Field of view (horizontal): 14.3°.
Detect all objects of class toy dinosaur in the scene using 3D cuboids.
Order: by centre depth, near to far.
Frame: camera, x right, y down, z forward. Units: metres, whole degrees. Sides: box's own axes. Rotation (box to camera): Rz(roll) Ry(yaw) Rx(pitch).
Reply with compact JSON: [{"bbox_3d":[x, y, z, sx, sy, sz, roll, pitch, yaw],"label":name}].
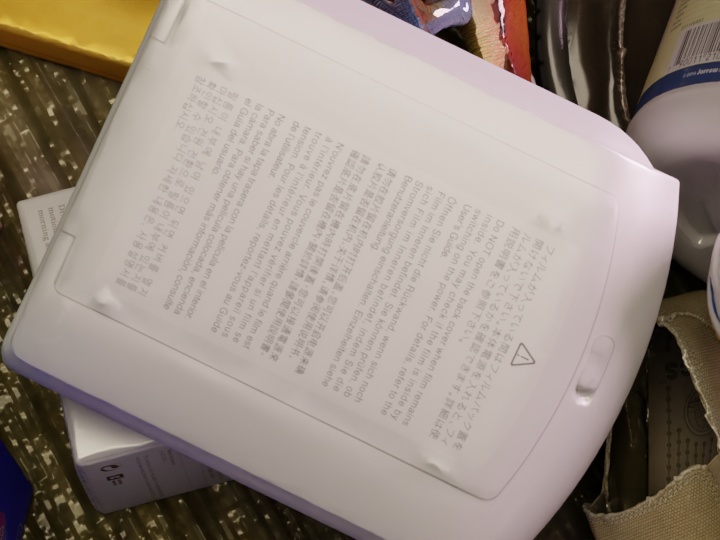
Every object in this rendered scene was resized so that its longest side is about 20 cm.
[{"bbox_3d":[0.028,-0.138,1.080,0.200,0.105,0.182,39,51,-6],"label":"toy dinosaur"}]

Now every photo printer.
[{"bbox_3d":[0.000,0.000,0.977,0.199,0.069,0.167,25,94,2],"label":"photo printer"}]

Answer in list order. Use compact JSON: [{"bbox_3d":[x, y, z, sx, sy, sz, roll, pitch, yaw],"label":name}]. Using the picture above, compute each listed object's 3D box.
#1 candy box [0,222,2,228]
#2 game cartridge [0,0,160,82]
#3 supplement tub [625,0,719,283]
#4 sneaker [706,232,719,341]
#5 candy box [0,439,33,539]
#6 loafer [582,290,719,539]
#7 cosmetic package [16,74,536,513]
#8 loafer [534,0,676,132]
[{"bbox_3d":[-0.237,-0.068,1.073,0.199,0.136,0.061,34,77,11],"label":"candy box"},{"bbox_3d":[-0.075,-0.171,1.160,0.175,0.032,0.201,17,75,7],"label":"game cartridge"},{"bbox_3d":[0.190,-0.094,1.057,0.144,0.145,0.201,19,66,8],"label":"supplement tub"},{"bbox_3d":[0.189,0.052,0.937,0.200,0.088,0.075,43,78,13],"label":"sneaker"},{"bbox_3d":[-0.177,0.121,0.974,0.076,0.200,0.170,10,72,5],"label":"candy box"},{"bbox_3d":[0.115,0.101,1.027,0.067,0.076,0.201,14,63,-38],"label":"loafer"},{"bbox_3d":[-0.017,0.009,1.067,0.199,0.085,0.108,-13,72,-3],"label":"cosmetic package"},{"bbox_3d":[0.102,-0.115,1.109,0.071,0.073,0.202,-1,72,3],"label":"loafer"}]
